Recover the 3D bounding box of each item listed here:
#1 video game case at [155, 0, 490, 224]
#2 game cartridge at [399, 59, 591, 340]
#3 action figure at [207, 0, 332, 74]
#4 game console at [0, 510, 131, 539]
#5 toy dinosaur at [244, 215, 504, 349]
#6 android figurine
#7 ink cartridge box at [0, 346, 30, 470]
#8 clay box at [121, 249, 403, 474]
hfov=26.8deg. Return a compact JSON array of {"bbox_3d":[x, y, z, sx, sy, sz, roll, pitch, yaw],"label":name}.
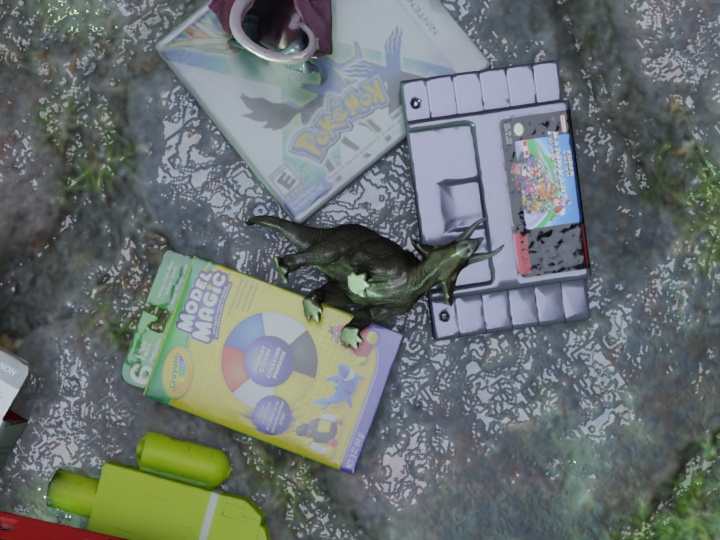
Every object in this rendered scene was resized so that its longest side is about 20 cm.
[{"bbox_3d":[-0.029,-0.168,1.187,0.200,0.022,0.183,-39,87,-2],"label":"video game case"},{"bbox_3d":[0.106,-0.054,1.162,0.128,0.038,0.202,-8,93,4],"label":"game cartridge"},{"bbox_3d":[-0.053,-0.257,1.117,0.133,0.149,0.202,19,99,7],"label":"action figure"},{"bbox_3d":[-0.215,0.265,1.112,0.198,0.031,0.178,12,120,1],"label":"game console"},{"bbox_3d":[0.000,0.000,1.133,0.199,0.102,0.078,12,117,38],"label":"toy dinosaur"},{"bbox_3d":[-0.149,0.220,1.151,0.198,0.041,0.184,13,86,2],"label":"android figurine"},{"bbox_3d":[-0.363,0.103,1.138,0.199,0.084,0.176,29,85,2],"label":"ink cartridge box"},{"bbox_3d":[-0.078,0.067,1.157,0.198,0.048,0.116,20,88,1],"label":"clay box"}]
